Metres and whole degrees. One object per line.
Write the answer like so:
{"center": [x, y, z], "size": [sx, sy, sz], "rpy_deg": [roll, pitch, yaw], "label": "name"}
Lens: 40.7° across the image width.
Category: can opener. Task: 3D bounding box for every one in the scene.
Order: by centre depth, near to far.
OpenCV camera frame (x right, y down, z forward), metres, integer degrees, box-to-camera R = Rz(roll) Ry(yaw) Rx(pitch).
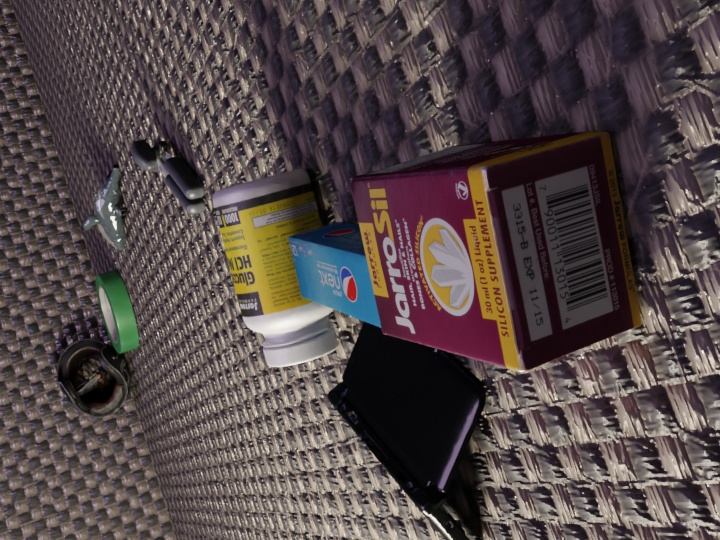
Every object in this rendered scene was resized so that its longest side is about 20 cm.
{"center": [-0.304, -0.149, 1.540], "size": [0.200, 0.066, 0.053], "rpy_deg": [42, 141, 43], "label": "can opener"}

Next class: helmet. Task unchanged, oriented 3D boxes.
{"center": [-0.710, 0.284, 2.589], "size": [0.191, 0.197, 0.203], "rpy_deg": [-142, 41, -61], "label": "helmet"}

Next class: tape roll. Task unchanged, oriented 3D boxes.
{"center": [-0.603, 0.102, 2.401], "size": [0.201, 0.048, 0.203], "rpy_deg": [47, 145, 47], "label": "tape roll"}

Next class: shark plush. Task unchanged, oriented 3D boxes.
{"center": [-0.523, -0.143, 2.085], "size": [0.083, 0.090, 0.202], "rpy_deg": [38, 121, 24], "label": "shark plush"}

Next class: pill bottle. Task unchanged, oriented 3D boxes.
{"center": [-0.088, -0.002, 1.076], "size": [0.112, 0.111, 0.203], "rpy_deg": [-2, 103, 66], "label": "pill bottle"}

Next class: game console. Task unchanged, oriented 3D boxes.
{"center": [0.064, 0.153, 0.955], "size": [0.176, 0.116, 0.200], "rpy_deg": [53, 174, -38], "label": "game console"}

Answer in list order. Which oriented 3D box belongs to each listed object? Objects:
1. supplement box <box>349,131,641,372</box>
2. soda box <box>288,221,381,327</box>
{"center": [0.086, -0.019, 0.681], "size": [0.199, 0.102, 0.133], "rpy_deg": [6, 111, 66], "label": "supplement box"}
{"center": [0.000, 0.000, 0.939], "size": [0.199, 0.063, 0.069], "rpy_deg": [17, 121, 64], "label": "soda box"}
